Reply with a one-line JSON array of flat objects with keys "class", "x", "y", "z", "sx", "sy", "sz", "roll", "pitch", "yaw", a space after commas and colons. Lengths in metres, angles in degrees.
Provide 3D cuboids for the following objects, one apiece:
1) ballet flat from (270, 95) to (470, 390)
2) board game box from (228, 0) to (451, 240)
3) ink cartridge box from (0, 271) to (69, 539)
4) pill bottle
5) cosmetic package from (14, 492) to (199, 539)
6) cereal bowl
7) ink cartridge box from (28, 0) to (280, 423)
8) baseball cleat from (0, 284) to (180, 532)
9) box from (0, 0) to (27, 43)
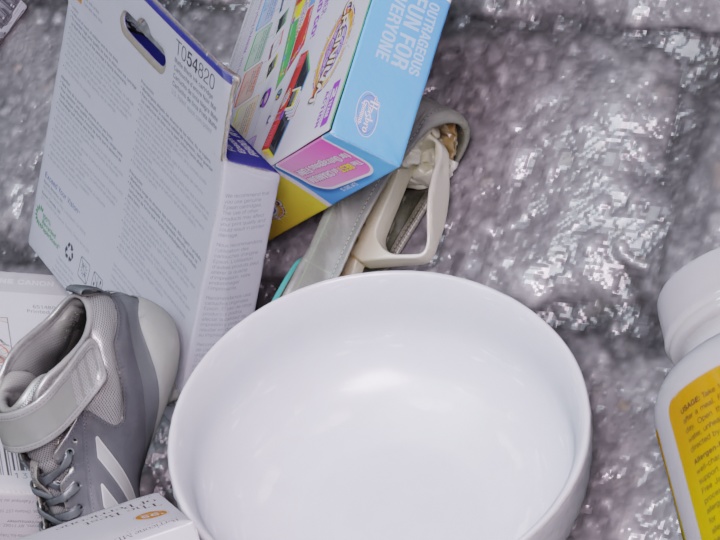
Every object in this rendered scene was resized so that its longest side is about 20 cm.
[{"class": "ballet flat", "x": 0.000, "y": 0.000, "z": 1.430, "sx": 0.064, "sy": 0.067, "sz": 0.200, "roll": 17, "pitch": 76, "yaw": 25}, {"class": "board game box", "x": -0.020, "y": -0.101, "z": 1.438, "sx": 0.200, "sy": 0.040, "sz": 0.153, "roll": -26, "pitch": 42, "yaw": 61}, {"class": "ink cartridge box", "x": -0.234, "y": 0.067, "z": 1.467, "sx": 0.176, "sy": 0.200, "sz": 0.045, "roll": -108, "pitch": 28, "yaw": -49}, {"class": "pill bottle", "x": 0.192, "y": 0.090, "z": 1.236, "sx": 0.113, "sy": 0.113, "sz": 0.200, "roll": -24, "pitch": 55, "yaw": 18}, {"class": "cosmetic package", "x": -0.170, "y": 0.158, "z": 1.272, "sx": 0.200, "sy": 0.051, "sz": 0.083, "roll": -18, "pitch": 11, "yaw": -13}, {"class": "cereal bowl", "x": 0.013, "y": 0.099, "z": 1.338, "sx": 0.200, "sy": 0.083, "sz": 0.200, "roll": -5, "pitch": 47, "yaw": 6}, {"class": "ink cartridge box", "x": -0.106, "y": -0.054, "z": 1.448, "sx": 0.200, "sy": 0.041, "sz": 0.200, "roll": 47, "pitch": 134, "yaw": 47}, {"class": "baseball cleat", "x": -0.145, "y": 0.107, "z": 1.366, "sx": 0.070, "sy": 0.106, "sz": 0.200, "roll": 0, "pitch": 79, "yaw": 40}, {"class": "box", "x": -0.304, "y": -0.215, "z": 1.639, "sx": 0.158, "sy": 0.200, "sz": 0.050, "roll": 30, "pitch": 79, "yaw": 37}]
